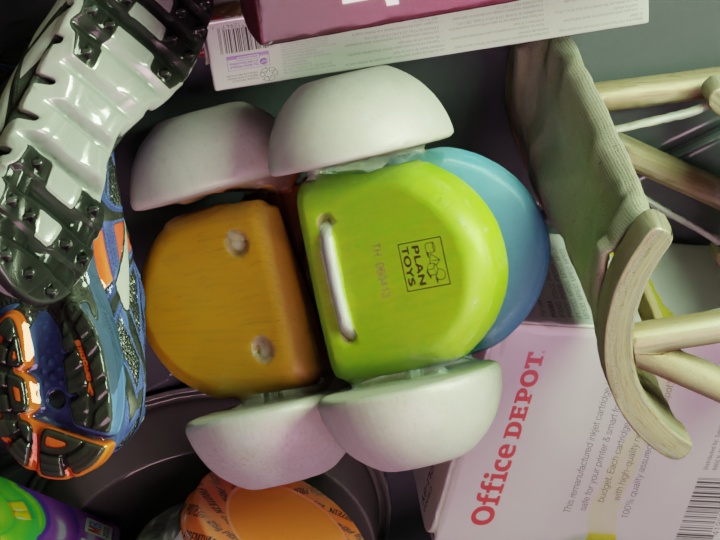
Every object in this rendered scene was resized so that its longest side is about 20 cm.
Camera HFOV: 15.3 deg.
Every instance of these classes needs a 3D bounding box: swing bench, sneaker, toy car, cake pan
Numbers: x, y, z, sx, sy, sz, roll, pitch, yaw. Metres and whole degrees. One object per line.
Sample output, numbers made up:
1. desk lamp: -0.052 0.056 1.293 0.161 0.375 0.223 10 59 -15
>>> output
1. swing bench: 0.171 -0.016 1.221 0.199 0.199 0.130 7 125 -16
2. sneaker: -0.130 -0.070 1.131 0.090 0.200 0.066 -8 139 45
3. toy car: 0.000 0.000 1.227 0.200 0.176 0.150 -11 -178 40
4. sneaker: -0.135 -0.007 1.207 0.075 0.078 0.201 -4 87 17
5. cake pan: -0.080 0.147 1.394 0.199 0.037 0.201 -6 128 -7

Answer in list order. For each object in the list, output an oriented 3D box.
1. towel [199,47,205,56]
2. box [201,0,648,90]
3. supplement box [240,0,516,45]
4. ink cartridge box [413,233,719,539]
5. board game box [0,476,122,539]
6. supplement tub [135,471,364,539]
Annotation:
1. towel: -0.023 -0.159 1.187 0.199 0.023 0.144 -3 128 -8
2. box: 0.027 -0.120 1.188 0.199 0.039 0.042 -10 131 -2
3. supplement box: 0.042 -0.169 1.110 0.199 0.086 0.111 -11 107 -5
4. ink cartridge box: 0.136 0.063 1.346 0.199 0.084 0.146 4 126 -15
5. board game box: -0.231 0.151 1.299 0.199 0.103 0.105 24 119 -13
6. supplement tub: -0.081 0.200 1.332 0.122 0.123 0.200 17 121 -23
